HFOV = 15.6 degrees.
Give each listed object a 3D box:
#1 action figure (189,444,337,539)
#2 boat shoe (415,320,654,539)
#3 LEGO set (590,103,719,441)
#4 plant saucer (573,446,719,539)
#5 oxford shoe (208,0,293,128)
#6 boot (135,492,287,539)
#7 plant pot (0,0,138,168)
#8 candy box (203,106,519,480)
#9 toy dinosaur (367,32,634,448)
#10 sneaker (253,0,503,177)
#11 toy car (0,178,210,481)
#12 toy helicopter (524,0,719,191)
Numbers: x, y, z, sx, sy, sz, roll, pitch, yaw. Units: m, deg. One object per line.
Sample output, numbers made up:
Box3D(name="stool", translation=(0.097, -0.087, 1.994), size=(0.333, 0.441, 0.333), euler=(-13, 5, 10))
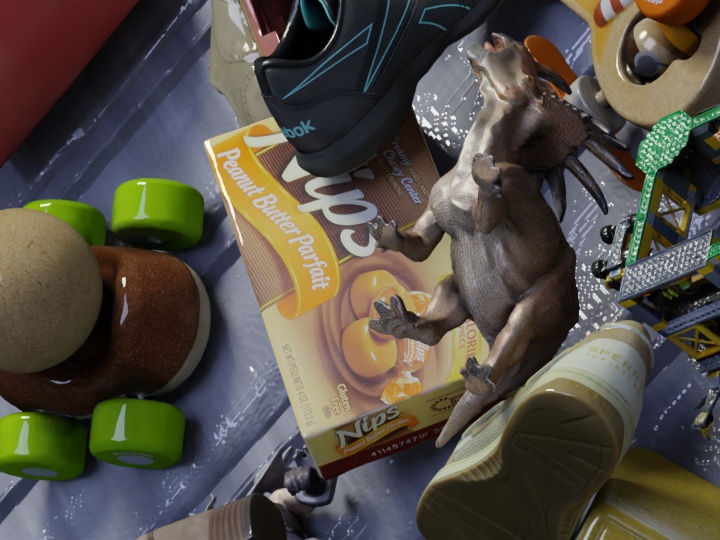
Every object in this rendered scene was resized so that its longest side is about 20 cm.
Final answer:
Box3D(name="action figure", translation=(-0.030, 0.162, 1.397), size=(0.200, 0.069, 0.130), euler=(25, 96, 46))
Box3D(name="boat shoe", translation=(0.087, 0.091, 1.293), size=(0.063, 0.073, 0.201), euler=(-53, -5, -34))
Box3D(name="LEGO set", translation=(0.220, -0.018, 1.240), size=(0.200, 0.116, 0.154), euler=(-31, 34, 39))
Box3D(name="plant saucer", translation=(0.144, 0.203, 1.246), size=(0.200, 0.048, 0.200), euler=(28, 93, 43))
Box3D(name="oxford shoe", translation=(-0.071, -0.143, 1.541), size=(0.075, 0.070, 0.200), euler=(-43, 50, 28))
Box3D(name="boot", translation=(-0.098, 0.203, 1.324), size=(0.146, 0.070, 0.200), euler=(-40, 23, 25))
Box3D(name="plant pot", translation=(-0.249, -0.165, 1.631), size=(0.200, 0.200, 0.177), euler=(48, 116, 40))
Box3D(name="candy box", translation=(0.000, 0.000, 1.406), size=(0.115, 0.055, 0.200), euler=(-20, 57, 0))
Box3D(name="toy dinosaur", translation=(0.078, -0.011, 1.306), size=(0.086, 0.136, 0.200), euler=(9, 108, 40))
Box3D(name="sneaker", translation=(0.018, -0.144, 1.400), size=(0.075, 0.079, 0.200), euler=(1, 50, 53))
Box3D(name="toy car", translation=(-0.200, 0.016, 1.503), size=(0.158, 0.200, 0.164), euler=(-10, 68, 38))
Box3D(name="toy helicopter", translation=(0.132, -0.129, 1.375), size=(0.200, 0.079, 0.132), euler=(44, 114, 52))
